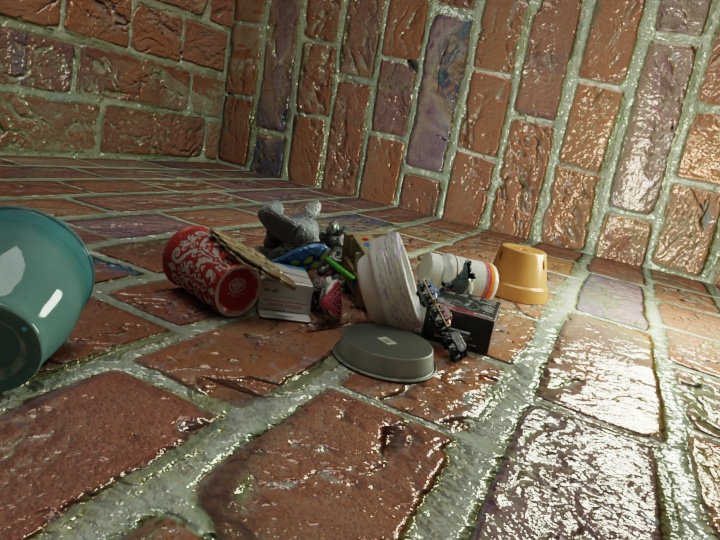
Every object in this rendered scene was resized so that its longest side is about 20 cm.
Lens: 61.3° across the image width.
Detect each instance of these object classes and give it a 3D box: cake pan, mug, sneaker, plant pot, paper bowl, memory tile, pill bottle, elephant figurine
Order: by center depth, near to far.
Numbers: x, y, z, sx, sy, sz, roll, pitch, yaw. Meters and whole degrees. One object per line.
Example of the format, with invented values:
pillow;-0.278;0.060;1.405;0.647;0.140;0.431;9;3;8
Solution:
plant pot;-0.467;0.049;0.799;0.195;0.204;0.189;6;29;-19
cake pan;0.047;0.145;1.113;0.195;0.038;0.201;10;14;-2
memory tile;-0.217;-0.026;1.219;0.152;0.017;0.199;31;3;-41
mug;-0.283;-0.007;1.243;0.176;0.136;0.198;-33;41;-29
paper bowl;0.058;0.032;1.265;0.102;0.205;0.201;-17;10;9
sneaker;-0.077;0.058;1.309;0.073;0.083;0.200;-5;6;-3
sneaker;-0.164;-0.036;1.441;0.196;0.071;0.084;-16;43;28
pill bottle;0.259;0.017;1.621;0.195;0.112;0.110;12;12;-17
elephant figurine;-0.047;-0.037;1.661;0.142;0.154;0.201;52;2;-32
plant pot;0.474;0.003;1.823;0.194;0.144;0.200;9;12;-2

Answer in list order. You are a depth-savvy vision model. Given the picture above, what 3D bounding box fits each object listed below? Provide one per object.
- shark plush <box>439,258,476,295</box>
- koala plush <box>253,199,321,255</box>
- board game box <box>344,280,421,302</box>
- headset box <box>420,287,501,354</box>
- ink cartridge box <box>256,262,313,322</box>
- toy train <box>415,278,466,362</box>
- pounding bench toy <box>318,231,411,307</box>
shark plush;0.224;0.045;1.437;0.081;0.093;0.200;6;-20;-8
koala plush;-0.167;-0.090;1.607;0.180;0.181;0.200;21;24;8
board game box;0.063;0.047;1.560;0.195;0.033;0.120;12;16;6
headset box;0.222;0.107;1.325;0.145;0.079;0.200;13;14;14
ink cartridge box;-0.166;0.042;1.305;0.113;0.068;0.200;8;13;-16
toy train;0.162;0.093;1.219;0.045;0.035;0.203;-17;53;-10
pounding bench toy;0.000;0.000;1.430;0.195;0.127;0.157;-1;29;-19
